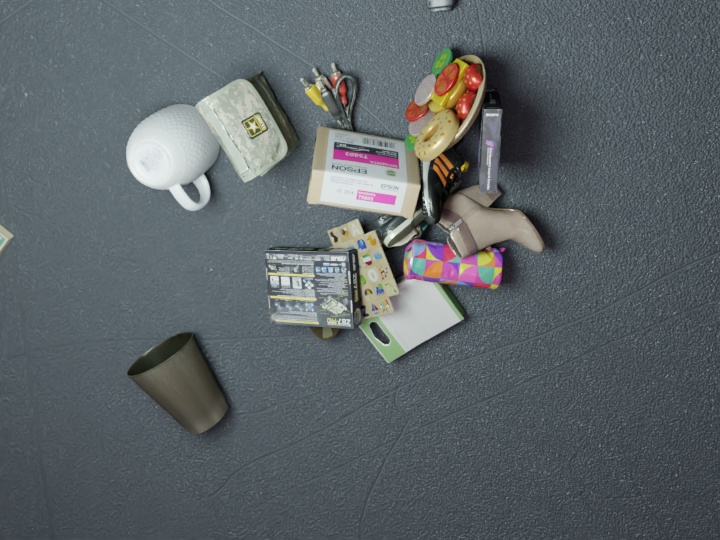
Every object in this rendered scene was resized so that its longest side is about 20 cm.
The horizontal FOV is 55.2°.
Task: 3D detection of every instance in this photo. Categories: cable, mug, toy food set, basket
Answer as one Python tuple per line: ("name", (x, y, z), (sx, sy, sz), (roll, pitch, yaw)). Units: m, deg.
("cable", (-0.033, -0.302, 1.333), (0.097, 0.050, 0.201), (-22, 121, 10))
("mug", (-0.358, -0.210, 1.339), (0.147, 0.176, 0.201), (-22, 109, 18))
("toy food set", (0.145, -0.293, 1.220), (0.048, 0.198, 0.201), (23, 109, -28))
("basket", (-0.406, 0.267, 1.585), (0.180, 0.136, 0.201), (-26, 111, 13))

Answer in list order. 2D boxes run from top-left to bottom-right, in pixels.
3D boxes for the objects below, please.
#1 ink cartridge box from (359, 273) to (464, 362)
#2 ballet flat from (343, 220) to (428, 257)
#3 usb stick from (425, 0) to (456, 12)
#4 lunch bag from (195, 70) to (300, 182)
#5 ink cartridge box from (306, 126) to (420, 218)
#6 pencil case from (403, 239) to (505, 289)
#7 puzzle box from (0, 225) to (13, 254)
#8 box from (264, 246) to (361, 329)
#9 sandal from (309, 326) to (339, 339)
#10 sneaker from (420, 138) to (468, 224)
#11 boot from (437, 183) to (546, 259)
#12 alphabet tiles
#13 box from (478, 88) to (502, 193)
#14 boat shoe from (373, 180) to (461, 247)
("ink cartridge box", (0.100, 0.090, 1.469), (0.200, 0.048, 0.146), (-33, 105, 21))
("ballet flat", (0.042, -0.064, 1.399), (0.199, 0.068, 0.068), (-22, 110, 18))
("usb stick", (0.134, -0.553, 1.188), (0.055, 0.033, 0.201), (-2, 114, 12))
("lunch bag", (-0.209, -0.265, 1.279), (0.117, 0.200, 0.165), (-24, 107, 19))
("ink cartridge box", (0.007, -0.184, 1.278), (0.199, 0.165, 0.075), (8, 128, -6))
("pencil case", (0.185, -0.014, 1.369), (0.199, 0.088, 0.089), (5, 115, -8))
("puzzle box", (-0.901, -0.096, 1.559), (0.200, 0.025, 0.133), (43, 113, -11))
("box", (-0.099, 0.034, 1.424), (0.199, 0.049, 0.162), (1, 101, 25))
("sandal", (-0.093, 0.050, 1.484), (0.081, 0.055, 0.201), (-23, 93, 25))
("sneaker", (0.157, -0.179, 1.276), (0.089, 0.201, 0.070), (-1, 153, 5))
("boot", (0.243, -0.073, 1.330), (0.146, 0.070, 0.200), (-40, 85, -13))
("alphabet tiles", (0.000, 0.000, 1.405), (0.166, 0.006, 0.201), (-18, 95, 49))
("box", (0.228, -0.234, 1.222), (0.036, 0.200, 0.144), (1, 114, 7))
("boat shoe", (0.107, -0.130, 1.336), (0.199, 0.075, 0.066), (-41, 75, -7))
